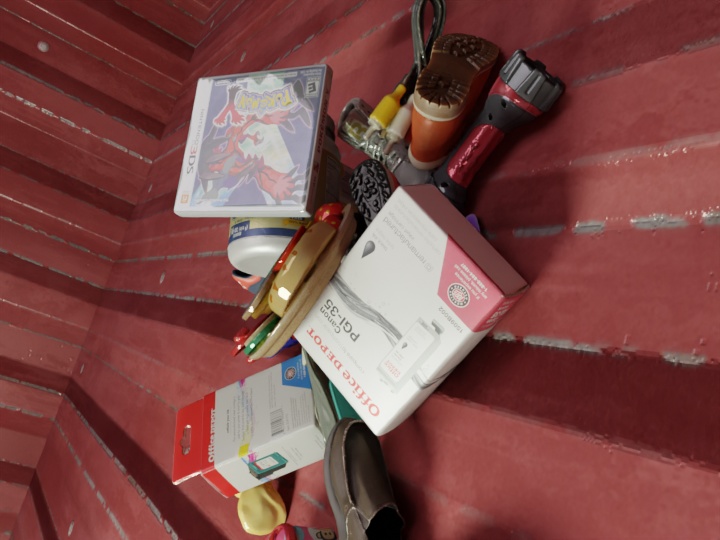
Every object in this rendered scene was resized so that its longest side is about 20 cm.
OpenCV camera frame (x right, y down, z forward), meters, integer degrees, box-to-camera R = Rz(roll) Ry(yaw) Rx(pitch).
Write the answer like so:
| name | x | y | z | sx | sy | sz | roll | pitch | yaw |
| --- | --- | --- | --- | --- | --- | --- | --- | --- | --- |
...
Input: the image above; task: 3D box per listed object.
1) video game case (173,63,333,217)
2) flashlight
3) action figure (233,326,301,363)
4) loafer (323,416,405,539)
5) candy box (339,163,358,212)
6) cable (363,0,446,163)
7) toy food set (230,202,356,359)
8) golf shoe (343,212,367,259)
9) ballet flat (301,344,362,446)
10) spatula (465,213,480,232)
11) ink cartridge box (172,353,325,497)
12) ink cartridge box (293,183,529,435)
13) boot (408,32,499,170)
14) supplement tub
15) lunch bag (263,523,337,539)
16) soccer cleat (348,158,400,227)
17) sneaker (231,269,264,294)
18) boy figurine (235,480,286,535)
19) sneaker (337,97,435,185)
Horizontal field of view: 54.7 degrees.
| name | x | y | z | sx | sy | sz | roll | pitch | yaw |
| --- | --- | --- | --- | --- | --- | --- | --- | --- | --- |
| video game case | -0.134 | -0.157 | 0.855 | 0.195 | 0.023 | 0.187 | 2 | 77 | 26 |
| flashlight | 0.133 | -0.134 | 0.753 | 0.068 | 0.067 | 0.202 | 46 | 119 | 21 |
| action figure | -0.095 | 0.085 | 0.987 | 0.197 | 0.067 | 0.052 | -18 | 12 | 40 |
| loafer | 0.016 | 0.236 | 0.688 | 0.071 | 0.072 | 0.204 | -38 | 48 | 35 |
| candy box | -0.060 | -0.046 | 1.037 | 0.116 | 0.056 | 0.205 | -24 | 51 | 51 |
| cable | 0.075 | -0.229 | 0.838 | 0.050 | 0.096 | 0.204 | 30 | 97 | 59 |
| toy food set | -0.071 | 0.010 | 0.739 | 0.199 | 0.048 | 0.201 | -52 | 10 | 30 |
| golf shoe | 0.000 | 0.000 | 0.874 | 0.202 | 0.075 | 0.090 | -88 | 12 | -54 |
| ballet flat | -0.040 | 0.118 | 0.806 | 0.063 | 0.066 | 0.205 | -30 | 70 | 47 |
| spatula | 0.069 | 0.020 | 0.792 | 0.201 | 0.020 | 0.057 | -55 | 25 | 30 |
| ink cartridge box | -0.134 | 0.200 | 0.876 | 0.196 | 0.068 | 0.118 | -24 | 41 | 10 |
| ink cartridge box | 0.044 | 0.039 | 0.689 | 0.147 | 0.082 | 0.201 | 46 | 116 | 17 |
| boot | 0.105 | -0.205 | 0.826 | 0.109 | 0.074 | 0.201 | 97 | -160 | -47 |
| supplement tub | -0.097 | -0.102 | 0.917 | 0.143 | 0.142 | 0.206 | -19 | 65 | 54 |
| lunch bag | -0.066 | 0.367 | 0.696 | 0.177 | 0.080 | 0.204 | -50 | 35 | 42 |
| soccer cleat | 0.043 | -0.031 | 0.793 | 0.067 | 0.073 | 0.204 | -29 | 62 | 25 |
| sneaker | -0.124 | -0.061 | 1.011 | 0.075 | 0.083 | 0.204 | 26 | 93 | 62 |
| boy figurine | -0.135 | 0.255 | 0.937 | 0.125 | 0.063 | 0.202 | -52 | 32 | 25 |
| sneaker | 0.023 | -0.153 | 0.906 | 0.074 | 0.114 | 0.201 | -52 | 32 | 20 |
